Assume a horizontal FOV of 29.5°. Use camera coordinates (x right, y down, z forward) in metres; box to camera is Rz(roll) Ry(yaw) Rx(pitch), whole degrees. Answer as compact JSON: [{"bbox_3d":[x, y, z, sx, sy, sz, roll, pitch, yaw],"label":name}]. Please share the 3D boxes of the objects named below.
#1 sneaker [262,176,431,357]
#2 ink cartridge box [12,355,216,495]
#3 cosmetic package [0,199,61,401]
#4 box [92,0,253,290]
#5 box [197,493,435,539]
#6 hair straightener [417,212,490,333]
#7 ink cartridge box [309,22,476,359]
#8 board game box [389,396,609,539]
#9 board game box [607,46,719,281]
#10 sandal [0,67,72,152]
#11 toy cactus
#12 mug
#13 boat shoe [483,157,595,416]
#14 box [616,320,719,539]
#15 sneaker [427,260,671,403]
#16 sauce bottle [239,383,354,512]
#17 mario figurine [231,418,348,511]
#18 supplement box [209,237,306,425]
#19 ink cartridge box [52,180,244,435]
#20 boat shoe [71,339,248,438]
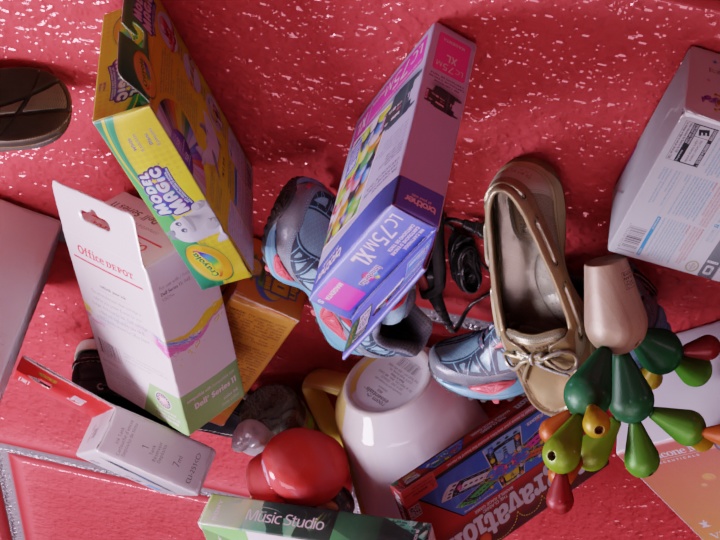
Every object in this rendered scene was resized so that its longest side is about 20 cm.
[{"bbox_3d":[0.000,0.000,1.046,0.095,0.080,0.200,15,157,33],"label":"sneaker"},{"bbox_3d":[-0.225,0.139,1.177,0.174,0.045,0.200,27,165,-11],"label":"ink cartridge box"},{"bbox_3d":[-0.319,0.051,1.128,0.080,0.202,0.113,21,145,-9],"label":"cosmetic package"},{"bbox_3d":[-0.131,-0.094,0.953,0.048,0.118,0.201,-14,136,10],"label":"box"},{"bbox_3d":[-0.025,0.254,1.145,0.197,0.037,0.146,3,134,19],"label":"box"},{"bbox_3d":[0.069,-0.014,1.060,0.076,0.041,0.201,1,141,16],"label":"hair straightener"},{"bbox_3d":[0.019,-0.054,0.894,0.042,0.202,0.119,24,141,-16],"label":"ink cartridge box"},{"bbox_3d":[0.122,0.173,1.161,0.019,0.199,0.104,28,143,55],"label":"board game box"},{"bbox_3d":[0.287,-0.053,0.930,0.197,0.065,0.148,17,143,-2],"label":"board game box"},{"bbox_3d":[-0.308,-0.119,1.029,0.197,0.083,0.055,0,163,5],"label":"sandal"},{"bbox_3d":[0.193,0.074,0.978,0.102,0.198,0.167,6,112,57],"label":"toy cactus"},{"bbox_3d":[0.031,0.150,1.202,0.184,0.151,0.154,-10,129,18],"label":"mug"},{"bbox_3d":[0.126,0.022,1.003,0.072,0.063,0.204,2,113,27],"label":"boat shoe"},{"bbox_3d":[0.325,0.140,1.126,0.151,0.107,0.200,-20,132,36],"label":"box"},{"bbox_3d":[0.141,0.037,1.090,0.197,0.080,0.096,-15,119,18],"label":"sneaker"},{"bbox_3d":[-0.055,0.185,1.329,0.064,0.065,0.201,-3,144,19],"label":"sauce bottle"},{"bbox_3d":[-0.064,0.207,1.209,0.122,0.107,0.201,16,155,16],"label":"mario figurine"},{"bbox_3d":[-0.109,0.057,1.182,0.068,0.067,0.200,21,142,-11],"label":"supplement box"},{"bbox_3d":[-0.167,0.016,1.085,0.116,0.067,0.202,23,134,41],"label":"ink cartridge box"},{"bbox_3d":[-0.183,0.131,1.296,0.197,0.067,0.075,25,141,-16],"label":"boat shoe"}]
